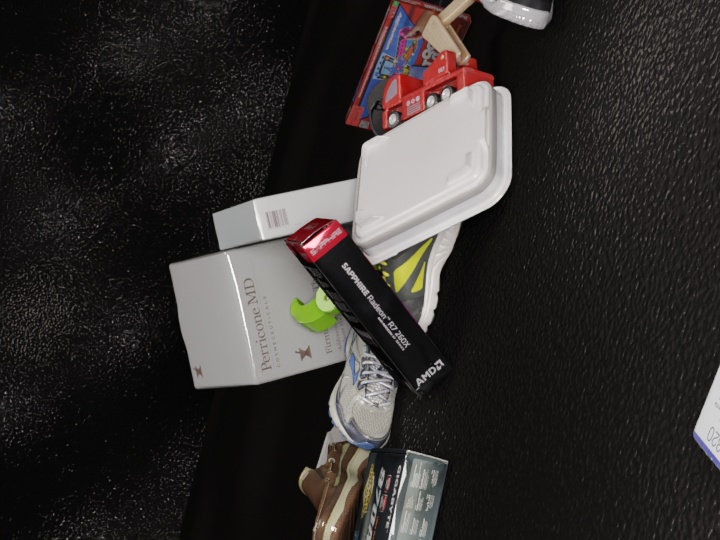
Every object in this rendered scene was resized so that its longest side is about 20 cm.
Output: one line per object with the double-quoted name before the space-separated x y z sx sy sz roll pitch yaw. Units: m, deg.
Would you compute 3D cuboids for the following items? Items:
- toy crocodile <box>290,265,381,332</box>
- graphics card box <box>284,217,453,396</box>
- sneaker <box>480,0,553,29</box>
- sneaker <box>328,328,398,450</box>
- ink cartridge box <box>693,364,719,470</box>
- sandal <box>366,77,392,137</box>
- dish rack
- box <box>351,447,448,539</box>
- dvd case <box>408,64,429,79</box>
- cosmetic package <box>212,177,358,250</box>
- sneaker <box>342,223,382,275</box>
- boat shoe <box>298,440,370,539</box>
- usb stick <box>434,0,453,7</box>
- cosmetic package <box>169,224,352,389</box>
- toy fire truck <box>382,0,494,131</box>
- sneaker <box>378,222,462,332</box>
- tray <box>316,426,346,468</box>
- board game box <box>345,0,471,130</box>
"toy crocodile" 0.000 0.000 1.455 0.200 0.067 0.062 -48 56 17
"graphics card box" 0.006 0.035 1.297 0.051 0.200 0.125 -38 9 -7
"sneaker" 0.165 -0.324 1.228 0.200 0.075 0.114 -88 15 -53
"sneaker" 0.014 0.116 1.448 0.200 0.077 0.085 -88 20 -44
"ink cartridge box" 0.234 0.033 0.554 0.196 0.043 0.201 -111 34 -69
"sandal" 0.047 -0.174 1.497 0.076 0.043 0.200 -62 32 26
"dish rack" 0.066 -0.109 1.301 0.200 0.044 0.172 -26 41 32
"box" 0.027 0.280 1.245 0.159 0.046 0.201 151 133 -76
"dvd case" 0.076 -0.146 1.498 0.143 0.018 0.201 21 97 60
"cosmetic package" -0.055 -0.071 1.463 0.151 0.200 0.052 -13 90 65
"sneaker" 0.017 -0.062 1.606 0.075 0.087 0.200 -93 20 -56
"boat shoe" -0.033 0.246 1.368 0.202 0.075 0.075 -51 -30 -71
"usb stick" 0.084 -0.287 1.698 0.200 0.033 0.056 117 170 -49
"cosmetic package" -0.106 0.047 1.576 0.166 0.200 0.168 -10 93 55
"toy fire truck" 0.098 -0.241 1.386 0.200 0.049 0.141 -19 67 49
"sneaker" 0.046 -0.005 1.387 0.074 0.084 0.201 -138 63 -70
"tray" -0.034 0.273 1.618 0.200 0.022 0.108 -116 42 -73
"board game box" 0.059 -0.256 1.602 0.019 0.103 0.200 -91 18 -45
